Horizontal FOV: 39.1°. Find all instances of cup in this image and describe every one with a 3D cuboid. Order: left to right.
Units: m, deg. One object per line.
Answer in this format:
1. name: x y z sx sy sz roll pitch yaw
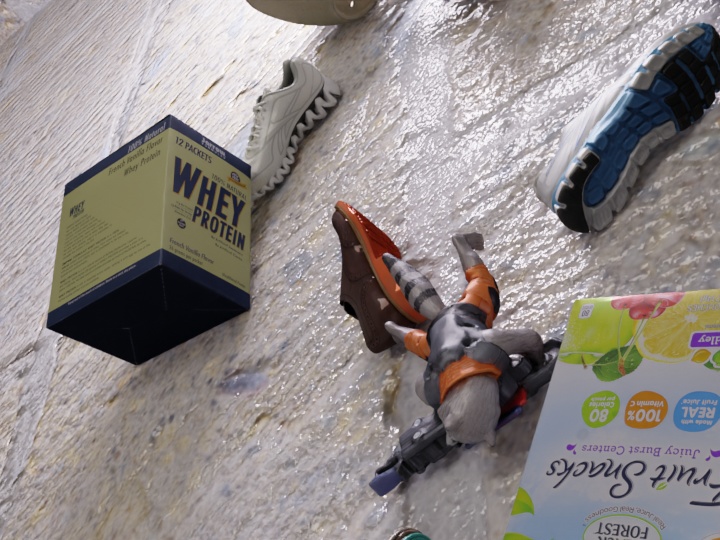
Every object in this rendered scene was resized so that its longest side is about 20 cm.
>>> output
1. cup: -0.048 -0.409 1.357 0.143 0.200 0.201 39 87 31

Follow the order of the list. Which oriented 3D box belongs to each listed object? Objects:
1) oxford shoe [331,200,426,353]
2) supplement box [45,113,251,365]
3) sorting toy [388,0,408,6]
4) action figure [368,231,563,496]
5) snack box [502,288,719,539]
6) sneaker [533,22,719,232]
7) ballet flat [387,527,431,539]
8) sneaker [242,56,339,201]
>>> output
1. oxford shoe: 0.000 0.000 0.953 0.073 0.071 0.200 -46 32 12
2. supplement box: -0.240 -0.031 1.172 0.199 0.134 0.201 -25 52 31
3. sorting toy: 0.109 -0.389 1.215 0.179 0.107 0.201 -13 46 52
4. action figure: 0.056 0.074 0.779 0.200 0.105 0.194 -42 27 12
5. snack box: 0.189 0.111 0.612 0.168 0.068 0.201 -8 52 45
6. sneaker: 0.212 -0.127 0.834 0.200 0.075 0.087 -48 26 1
7. ballet flat: 0.003 0.268 0.671 0.067 0.068 0.201 -27 36 42
8. sneaker: -0.110 -0.175 1.259 0.075 0.081 0.201 13 68 52
